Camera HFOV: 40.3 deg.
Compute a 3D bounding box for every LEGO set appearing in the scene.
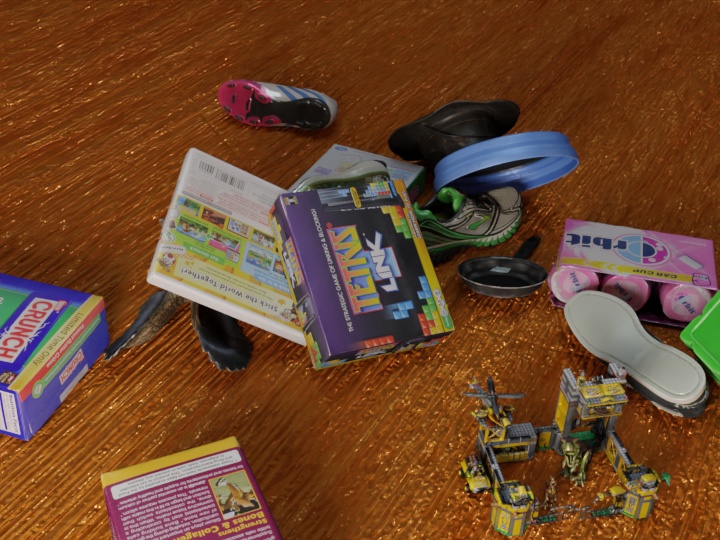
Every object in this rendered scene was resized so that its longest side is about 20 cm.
[{"bbox_3d":[0.201,0.166,0.965,0.199,0.116,0.154,-1,36,-3],"label":"LEGO set"}]

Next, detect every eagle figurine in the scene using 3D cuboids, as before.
[{"bbox_3d":[-0.207,0.033,1.149,0.151,0.151,0.201,-20,56,41],"label":"eagle figurine"}]

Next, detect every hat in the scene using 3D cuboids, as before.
[{"bbox_3d":[0.144,-0.175,1.431,0.200,0.201,0.081,-9,76,-14],"label":"hat"}]

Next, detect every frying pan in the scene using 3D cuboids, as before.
[{"bbox_3d":[0.183,-0.006,1.274,0.114,0.031,0.190,3,20,5],"label":"frying pan"}]

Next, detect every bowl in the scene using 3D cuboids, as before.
[{"bbox_3d":[0.195,-0.141,1.340,0.200,0.201,0.040,-9,81,-14],"label":"bowl"}]

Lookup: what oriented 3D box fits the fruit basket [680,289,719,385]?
[{"bbox_3d":[0.487,0.075,1.079,0.215,0.216,0.156,-12,39,-18],"label":"fruit basket"}]

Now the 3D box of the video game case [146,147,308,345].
[{"bbox_3d":[-0.130,-0.028,1.135,0.199,0.023,0.183,24,55,-21],"label":"video game case"}]

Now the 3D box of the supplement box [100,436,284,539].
[{"bbox_3d":[-0.134,0.257,0.837,0.130,0.104,0.200,-12,38,-19],"label":"supplement box"}]

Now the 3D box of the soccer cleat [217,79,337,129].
[{"bbox_3d":[-0.131,-0.269,1.599,0.199,0.070,0.086,14,22,12],"label":"soccer cleat"}]

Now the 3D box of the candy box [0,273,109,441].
[{"bbox_3d":[-0.409,0.083,1.084,0.199,0.077,0.169,13,37,13],"label":"candy box"}]

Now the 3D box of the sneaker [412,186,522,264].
[{"bbox_3d":[0.145,-0.075,1.320,0.199,0.085,0.078,-23,43,-32],"label":"sneaker"}]

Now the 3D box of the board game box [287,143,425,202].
[{"bbox_3d":[-0.015,-0.104,1.389,0.152,0.040,0.200,17,39,20],"label":"board game box"}]

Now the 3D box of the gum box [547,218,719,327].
[{"bbox_3d":[0.340,0.002,1.239,0.199,0.066,0.114,9,35,10],"label":"gum box"}]

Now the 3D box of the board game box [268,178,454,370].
[{"bbox_3d":[0.000,0.000,1.138,0.165,0.057,0.201,-10,71,-28],"label":"board game box"}]

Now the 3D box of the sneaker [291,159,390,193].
[{"bbox_3d":[-0.020,-0.079,1.266,0.200,0.077,0.089,-27,54,-31],"label":"sneaker"}]

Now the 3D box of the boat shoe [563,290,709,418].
[{"bbox_3d":[0.311,0.097,1.119,0.076,0.060,0.200,-37,46,-4],"label":"boat shoe"}]
